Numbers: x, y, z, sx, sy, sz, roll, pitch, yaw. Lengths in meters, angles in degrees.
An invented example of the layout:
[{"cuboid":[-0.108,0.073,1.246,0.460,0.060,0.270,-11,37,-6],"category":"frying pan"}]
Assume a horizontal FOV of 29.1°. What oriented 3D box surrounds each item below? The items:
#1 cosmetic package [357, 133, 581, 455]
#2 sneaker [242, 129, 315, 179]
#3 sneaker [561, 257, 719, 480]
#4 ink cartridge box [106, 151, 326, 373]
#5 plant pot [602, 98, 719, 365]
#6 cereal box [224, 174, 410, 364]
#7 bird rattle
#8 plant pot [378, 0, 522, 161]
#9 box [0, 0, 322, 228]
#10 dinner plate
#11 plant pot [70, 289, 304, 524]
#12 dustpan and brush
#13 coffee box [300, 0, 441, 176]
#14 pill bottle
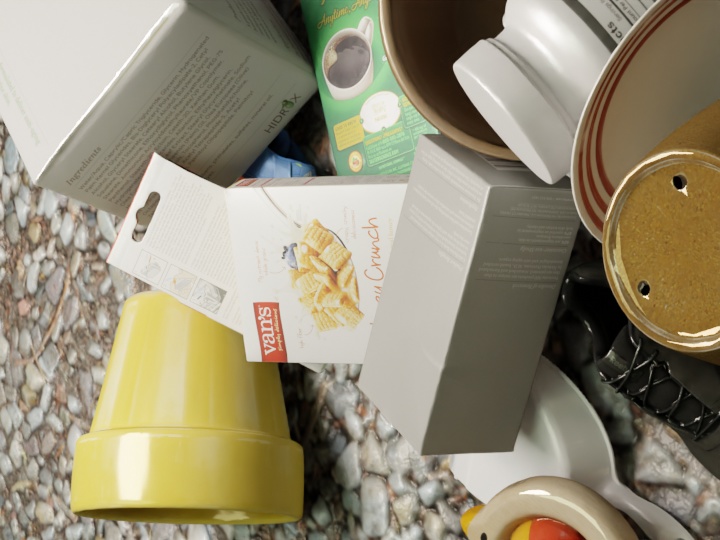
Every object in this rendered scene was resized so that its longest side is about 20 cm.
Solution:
[{"cuboid":[0.073,0.017,0.950,0.107,0.090,0.201,46,130,53],"category":"cosmetic package"},{"cuboid":[-0.106,-0.086,1.225,0.200,0.076,0.105,27,99,37],"category":"sneaker"},{"cuboid":[0.199,0.070,0.895,0.200,0.091,0.076,52,126,28],"category":"sneaker"},{"cuboid":[-0.094,-0.011,1.132,0.199,0.050,0.109,27,108,-2],"category":"ink cartridge box"},{"cuboid":[0.217,-0.022,0.686,0.186,0.200,0.187,10,103,45],"category":"plant pot"},{"cuboid":[0.000,0.000,1.059,0.199,0.040,0.144,-1,106,19],"category":"cereal box"},{"cuboid":[0.144,0.218,0.937,0.200,0.113,0.163,-26,92,49],"category":"bird rattle"},{"cuboid":[0.108,-0.172,0.927,0.093,0.200,0.202,-144,50,-86],"category":"plant pot"},{"cuboid":[-0.181,-0.174,1.155,0.200,0.171,0.199,-47,51,17],"category":"box"},{"cuboid":[0.199,-0.097,0.797,0.024,0.200,0.201,51,129,42],"category":"dinner plate"},{"cuboid":[-0.145,0.121,1.209,0.200,0.200,0.190,-13,69,47],"category":"plant pot"},{"cuboid":[0.153,0.145,0.989,0.200,0.057,0.140,43,134,42],"category":"dustpan and brush"},{"cuboid":[0.019,-0.161,1.090,0.123,0.044,0.201,-19,81,46],"category":"coffee box"},{"cuboid":[0.160,-0.152,0.827,0.200,0.116,0.116,-41,60,2],"category":"pill bottle"}]
